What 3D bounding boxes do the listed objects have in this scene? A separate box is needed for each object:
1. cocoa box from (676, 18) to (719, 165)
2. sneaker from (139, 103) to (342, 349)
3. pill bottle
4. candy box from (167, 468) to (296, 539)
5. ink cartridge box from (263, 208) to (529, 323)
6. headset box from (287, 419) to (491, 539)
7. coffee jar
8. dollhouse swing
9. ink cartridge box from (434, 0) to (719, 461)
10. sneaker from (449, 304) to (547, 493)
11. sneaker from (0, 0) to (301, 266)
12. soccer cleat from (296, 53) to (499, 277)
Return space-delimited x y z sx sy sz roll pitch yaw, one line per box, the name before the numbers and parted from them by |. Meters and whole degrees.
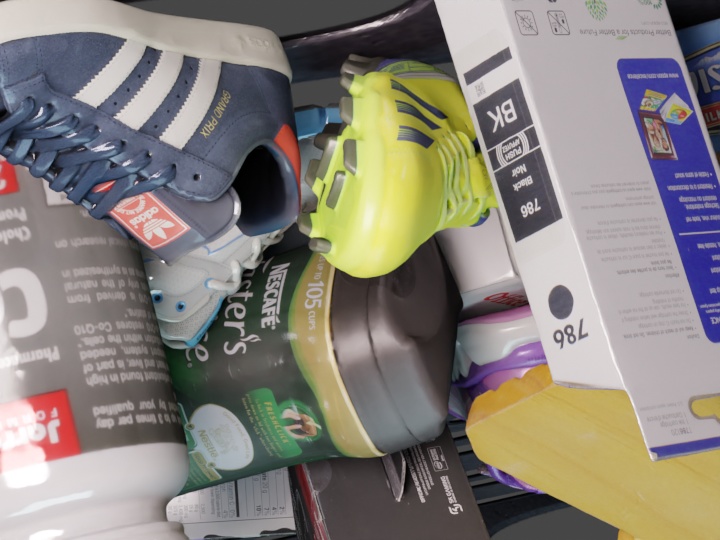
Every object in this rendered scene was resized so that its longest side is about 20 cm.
cocoa box | 0.176 -0.034 1.205 0.133 0.132 0.200 -15 169 1
sneaker | -0.066 -0.013 1.112 0.199 0.087 0.075 -16 167 0
pill bottle | -0.132 0.047 1.011 0.113 0.201 0.114 -14 170 -3
candy box | -0.070 0.108 1.411 0.199 0.072 0.168 -4 179 4
ink cartridge box | 0.000 0.000 1.268 0.199 0.086 0.146 -19 169 18
headset box | 0.015 0.143 1.226 0.077 0.149 0.201 -12 133 -8
coffee jar | -0.053 0.045 1.151 0.199 0.086 0.104 -14 -147 17
dollhouse swing | 0.179 0.040 1.137 0.182 0.176 0.200 -57 -167 -31
ink cartridge box | 0.100 -0.022 0.973 0.099 0.201 0.039 -3 161 -43
sneaker | 0.079 0.070 1.280 0.080 0.089 0.200 -16 173 -5
sneaker | -0.089 -0.045 0.910 0.075 0.085 0.200 -23 166 40
soccer cleat | 0.024 -0.040 0.967 0.083 0.065 0.200 20 -165 -3
